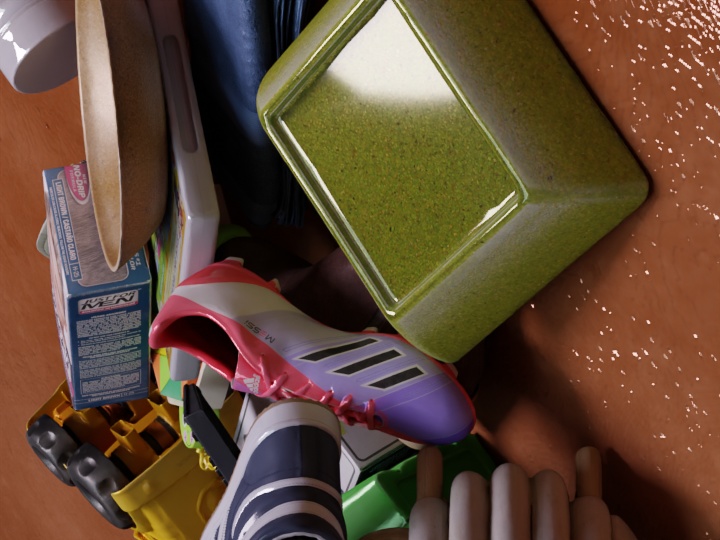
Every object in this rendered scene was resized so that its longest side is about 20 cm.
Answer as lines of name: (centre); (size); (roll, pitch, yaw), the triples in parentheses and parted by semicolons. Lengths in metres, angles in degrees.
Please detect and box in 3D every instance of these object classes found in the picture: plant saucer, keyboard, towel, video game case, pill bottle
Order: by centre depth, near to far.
plant saucer: (0.029, -0.067, 1.122); (0.200, 0.048, 0.200); (57, 138, 10)
towel: (-0.069, -0.128, 1.297); (0.112, 0.048, 0.200); (51, 154, 38)
plant saucer: (-0.149, -0.101, 1.329); (0.200, 0.035, 0.201); (173, 90, -78)
video game case: (-0.120, -0.055, 1.359); (0.200, 0.023, 0.182); (104, 157, -57)
keyboard: (-0.059, 0.171, 1.395); (0.200, 0.021, 0.127); (57, 179, -16)
pill bottle: (-0.260, -0.224, 1.483); (0.200, 0.112, 0.112); (55, 153, 15)

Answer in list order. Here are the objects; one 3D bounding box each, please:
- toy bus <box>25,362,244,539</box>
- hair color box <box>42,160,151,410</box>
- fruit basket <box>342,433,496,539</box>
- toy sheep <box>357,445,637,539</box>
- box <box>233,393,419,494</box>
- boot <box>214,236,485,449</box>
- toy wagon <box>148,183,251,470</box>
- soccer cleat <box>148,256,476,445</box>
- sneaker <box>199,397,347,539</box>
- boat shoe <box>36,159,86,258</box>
toy bus: (-0.143, 0.163, 1.650); (0.200, 0.136, 0.192); (22, 149, 56)
hair color box: (-0.185, 0.013, 1.496); (0.200, 0.060, 0.100); (103, 155, -63)
fruit basket: (0.048, 0.226, 1.341); (0.215, 0.155, 0.216); (19, 118, 41)
toy sheep: (0.089, 0.167, 1.177); (0.138, 0.199, 0.138); (-3, -90, -82)
box: (-0.028, 0.123, 1.454); (0.117, 0.060, 0.200); (52, 152, 19)
boot: (0.000, 0.000, 1.273); (0.200, 0.072, 0.167); (38, 138, 19)
toy wagon: (-0.114, 0.040, 1.477); (0.155, 0.039, 0.201); (-176, 86, -70)
soccer cleat: (-0.029, 0.058, 1.225); (0.200, 0.076, 0.067); (27, 137, 22)
sneaker: (-0.052, 0.178, 1.217); (0.109, 0.070, 0.200); (-96, 17, -47)
boat shoe: (-0.193, -0.057, 1.573); (0.072, 0.061, 0.201); (26, 157, -14)
